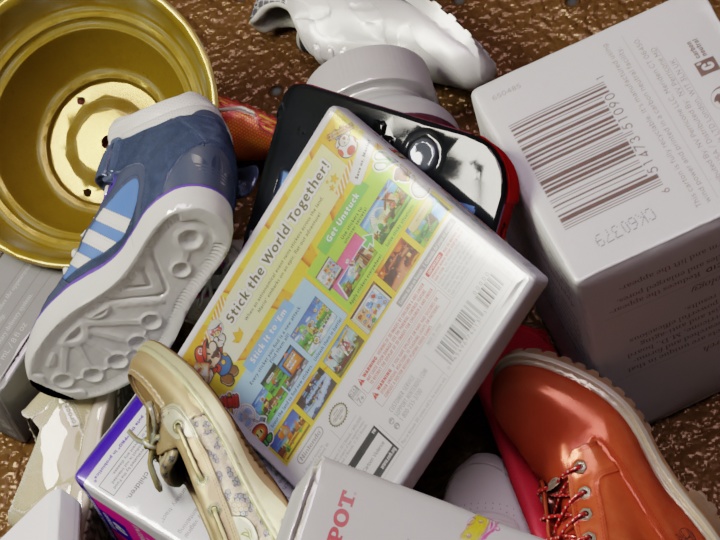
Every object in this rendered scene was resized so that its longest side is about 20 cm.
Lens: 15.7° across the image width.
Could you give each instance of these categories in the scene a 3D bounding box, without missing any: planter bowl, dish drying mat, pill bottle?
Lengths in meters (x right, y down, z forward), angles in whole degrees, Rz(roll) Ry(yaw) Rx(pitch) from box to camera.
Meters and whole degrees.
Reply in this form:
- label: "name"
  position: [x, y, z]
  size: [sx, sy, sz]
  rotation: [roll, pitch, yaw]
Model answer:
- label: "planter bowl"
  position: [-0.182, -0.095, 1.774]
  size: [0.199, 0.083, 0.202]
  rotation: [-2, 81, 12]
- label: "dish drying mat"
  position: [0.121, 0.116, 1.658]
  size: [0.076, 0.018, 0.201]
  rotation: [6, 50, -33]
- label: "pill bottle"
  position: [0.025, -0.046, 1.748]
  size: [0.109, 0.110, 0.201]
  rotation: [-15, 57, 2]

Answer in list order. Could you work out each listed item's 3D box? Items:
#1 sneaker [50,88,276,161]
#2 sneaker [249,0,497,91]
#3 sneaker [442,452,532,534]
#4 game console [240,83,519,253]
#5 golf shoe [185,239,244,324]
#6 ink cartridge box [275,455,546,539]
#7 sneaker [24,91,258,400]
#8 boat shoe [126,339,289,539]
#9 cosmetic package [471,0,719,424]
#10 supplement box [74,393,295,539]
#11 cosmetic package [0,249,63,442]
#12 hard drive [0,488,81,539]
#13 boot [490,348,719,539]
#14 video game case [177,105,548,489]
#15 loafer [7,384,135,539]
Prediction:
- label: "sneaker"
  position: [-0.135, -0.088, 1.844]
  size: [0.198, 0.073, 0.078]
  rotation: [3, 81, 18]
- label: "sneaker"
  position: [0.011, -0.166, 1.855]
  size: [0.199, 0.076, 0.081]
  rotation: [31, 78, 34]
- label: "sneaker"
  position: [0.080, 0.194, 1.595]
  size: [0.074, 0.100, 0.201]
  rotation: [-7, 56, 10]
- label: "game console"
  position: [0.000, 0.000, 1.601]
  size: [0.176, 0.031, 0.201]
  rotation: [18, 95, 27]
- label: "golf shoe"
  position: [-0.071, 0.014, 1.696]
  size: [0.199, 0.091, 0.076]
  rotation: [-3, 81, 53]
- label: "ink cartridge box"
  position: [0.037, 0.211, 1.472]
  size: [0.199, 0.088, 0.146]
  rotation: [21, 70, -7]
- label: "sneaker"
  position: [-0.147, -0.025, 1.683]
  size: [0.200, 0.080, 0.147]
  rotation: [-47, 31, 31]
- label: "boat shoe"
  position: [-0.092, 0.126, 1.569]
  size: [0.062, 0.073, 0.200]
  rotation: [-32, 60, -10]
- label: "cosmetic package"
  position: [0.186, -0.032, 1.651]
  size: [0.164, 0.200, 0.165]
  rotation: [-24, 57, -3]
- label: "supplement box"
  position: [-0.066, 0.160, 1.646]
  size: [0.199, 0.101, 0.104]
  rotation: [27, 68, 26]
- label: "cosmetic package"
  position: [-0.291, 0.024, 1.787]
  size: [0.199, 0.090, 0.107]
  rotation: [22, 68, 20]
- label: "hard drive"
  position: [-0.223, 0.236, 1.593]
  size: [0.132, 0.026, 0.200]
  rotation: [-44, 24, 19]
- label: "boot"
  position: [0.137, 0.137, 1.584]
  size: [0.200, 0.075, 0.107]
  rotation: [48, 47, 12]
- label: "video game case"
  position: [-0.005, 0.033, 1.576]
  size: [0.182, 0.023, 0.201]
  rotation: [41, 108, 28]
- label: "loafer"
  position: [-0.188, 0.094, 1.728]
  size: [0.068, 0.076, 0.201]
  rotation: [6, 61, 9]
